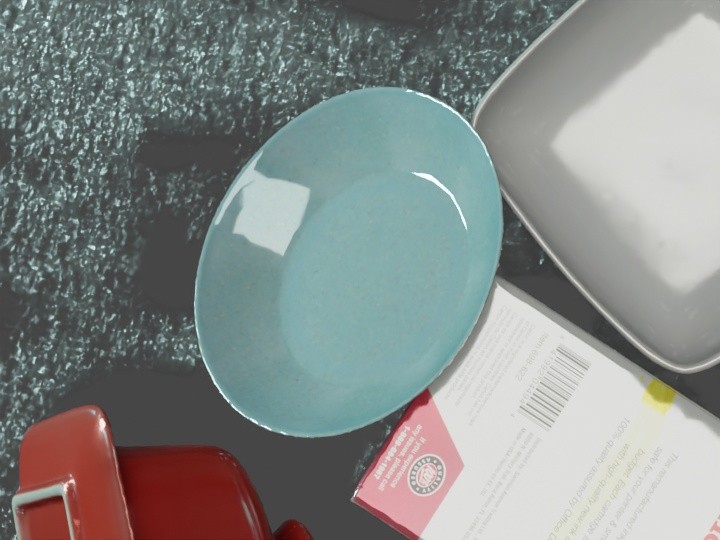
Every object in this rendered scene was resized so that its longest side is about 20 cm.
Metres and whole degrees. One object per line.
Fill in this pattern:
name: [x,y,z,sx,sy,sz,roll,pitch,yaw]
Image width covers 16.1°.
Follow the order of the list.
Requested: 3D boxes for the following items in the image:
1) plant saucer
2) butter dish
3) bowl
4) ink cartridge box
plant saucer: [0.000,0.000,1.386,0.200,0.039,0.203,-16,60,30]
butter dish: [-0.092,0.166,1.357,0.147,0.200,0.201,-8,85,-21]
bowl: [0.182,-0.065,1.395,0.199,0.075,0.200,-41,84,0]
ink cartridge box: [0.116,0.118,1.380,0.199,0.083,0.146,34,87,5]
